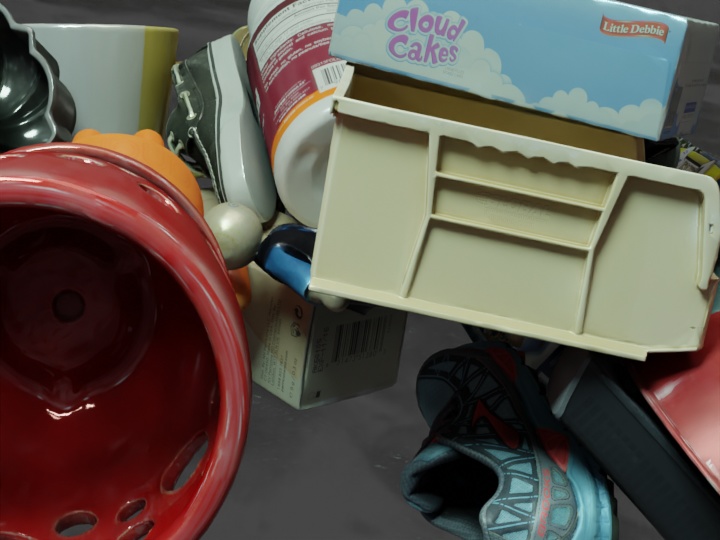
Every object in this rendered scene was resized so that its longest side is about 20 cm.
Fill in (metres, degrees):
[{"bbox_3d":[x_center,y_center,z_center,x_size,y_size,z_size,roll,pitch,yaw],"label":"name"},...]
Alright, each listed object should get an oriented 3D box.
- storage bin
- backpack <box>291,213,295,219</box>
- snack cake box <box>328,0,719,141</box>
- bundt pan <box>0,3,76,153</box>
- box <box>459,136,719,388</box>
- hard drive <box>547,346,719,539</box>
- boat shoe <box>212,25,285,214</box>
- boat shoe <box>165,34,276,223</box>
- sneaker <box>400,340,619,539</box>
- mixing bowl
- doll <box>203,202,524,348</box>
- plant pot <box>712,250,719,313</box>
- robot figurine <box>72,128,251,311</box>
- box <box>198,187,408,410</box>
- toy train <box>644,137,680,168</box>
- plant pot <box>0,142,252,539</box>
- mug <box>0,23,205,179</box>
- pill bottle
[{"bbox_3d":[0.076,-0.038,0.735,0.195,0.095,0.200,12,12,-2],"label":"storage bin"},{"bbox_3d":[0.032,-0.066,1.102,0.152,0.166,0.200,-14,20,-18],"label":"backpack"},{"bbox_3d":[0.095,-0.132,0.796,0.198,0.068,0.115,18,15,21],"label":"snack cake box"},{"bbox_3d":[-0.284,-0.089,0.982,0.199,0.205,0.076,16,-3,20],"label":"bundt pan"},{"bbox_3d":[0.161,-0.003,0.928,0.038,0.200,0.137,40,8,-20],"label":"box"},{"bbox_3d":[0.157,0.090,0.764,0.135,0.042,0.200,49,11,5],"label":"hard drive"},{"bbox_3d":[-0.081,-0.102,1.084,0.072,0.204,0.063,16,-21,-25],"label":"boat shoe"},{"bbox_3d":[-0.103,-0.093,0.993,0.063,0.071,0.201,-20,38,5],"label":"boat shoe"},{"bbox_3d":[0.062,0.098,0.773,0.094,0.080,0.200,-1,22,-21],"label":"sneaker"},{"bbox_3d":[0.238,0.083,0.703,0.200,0.108,0.200,45,10,-10],"label":"mixing bowl"},{"bbox_3d":[0.000,0.000,0.824,0.197,0.049,0.137,12,12,-2],"label":"doll"},{"bbox_3d":[0.257,0.039,0.936,0.197,0.137,0.200,8,19,-3],"label":"plant pot"},{"bbox_3d":[-0.154,-0.002,0.853,0.143,0.116,0.202,31,32,-31],"label":"robot figurine"},{"bbox_3d":[-0.067,0.013,0.945,0.094,0.079,0.199,-11,28,-43],"label":"box"},{"bbox_3d":[0.124,-0.088,0.916,0.085,0.115,0.199,-6,-18,-46],"label":"toy train"},{"bbox_3d":[-0.154,0.036,0.674,0.197,0.204,0.183,6,14,-9],"label":"plant pot"},{"bbox_3d":[-0.198,-0.113,1.086,0.183,0.156,0.149,1,7,0],"label":"mug"},{"bbox_3d":[-0.021,-0.130,0.992,0.112,0.115,0.201,3,40,-17],"label":"pill bottle"}]
